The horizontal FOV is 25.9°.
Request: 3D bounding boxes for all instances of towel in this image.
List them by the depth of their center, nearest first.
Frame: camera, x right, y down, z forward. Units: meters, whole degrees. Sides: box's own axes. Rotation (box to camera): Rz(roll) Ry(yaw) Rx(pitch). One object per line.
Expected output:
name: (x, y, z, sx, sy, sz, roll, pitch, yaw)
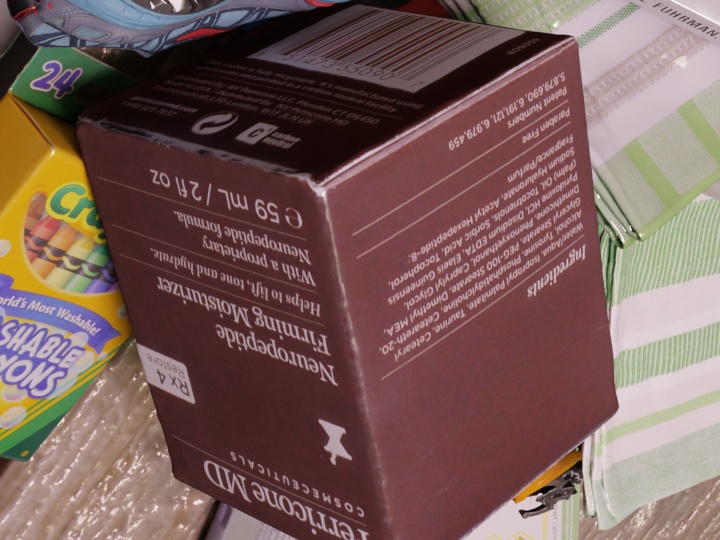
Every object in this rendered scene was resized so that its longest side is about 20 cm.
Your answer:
towel: (0.127, -0.131, 0.774, 0.149, 0.031, 0.200, -36, 91, -17)
towel: (0.176, 0.032, 0.878, 0.152, 0.023, 0.201, -13, 109, -43)

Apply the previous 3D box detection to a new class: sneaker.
sneaker: (-0.075, -0.138, 0.680, 0.200, 0.095, 0.079, -20, 92, -55)

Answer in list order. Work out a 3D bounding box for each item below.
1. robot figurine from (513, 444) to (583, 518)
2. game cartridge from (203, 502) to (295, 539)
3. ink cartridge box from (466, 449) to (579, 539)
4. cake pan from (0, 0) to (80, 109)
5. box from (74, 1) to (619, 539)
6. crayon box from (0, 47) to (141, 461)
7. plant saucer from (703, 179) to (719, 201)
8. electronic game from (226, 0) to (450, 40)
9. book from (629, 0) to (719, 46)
robot figurine: (0.089, 0.088, 0.913, 0.200, 0.058, 0.145, -15, 138, -22)
game cartridge: (-0.043, 0.200, 0.975, 0.129, 0.038, 0.200, 18, 109, -15)
ink cartridge box: (0.051, 0.189, 1.039, 0.200, 0.048, 0.146, -19, 127, -23)
cake pan: (-0.212, -0.135, 0.680, 0.200, 0.037, 0.201, -15, 125, -23)
box: (0.000, 0.000, 0.724, 0.164, 0.166, 0.200, -33, 124, -36)
crayon box: (-0.157, -0.003, 0.760, 0.200, 0.052, 0.126, -51, 146, 11)
plant saucer: (0.226, -0.088, 0.867, 0.200, 0.200, 0.050, -1, 122, -31)
electronic game: (-0.001, -0.192, 0.771, 0.200, 0.042, 0.200, -15, 125, -23)
book: (0.157, -0.190, 0.759, 0.200, 0.048, 0.134, 23, 82, -11)
